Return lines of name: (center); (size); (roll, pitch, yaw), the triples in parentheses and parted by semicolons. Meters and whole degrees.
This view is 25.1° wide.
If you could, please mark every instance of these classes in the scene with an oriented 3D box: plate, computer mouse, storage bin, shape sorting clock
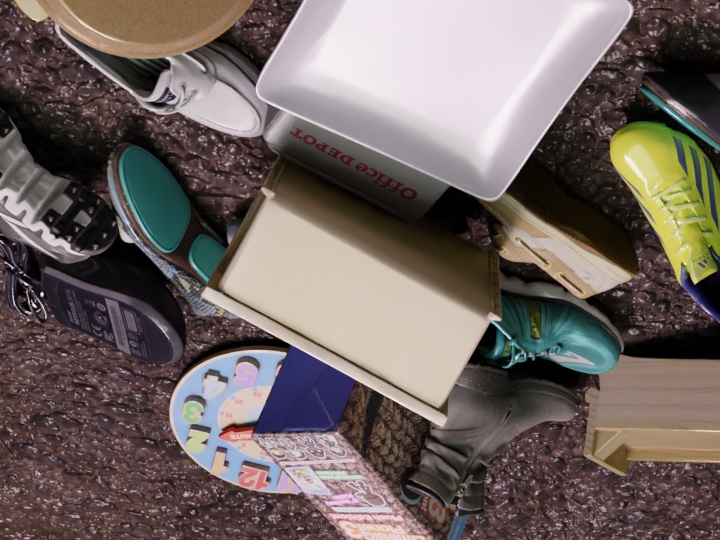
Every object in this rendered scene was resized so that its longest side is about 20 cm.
plate: (0.053, -0.156, 1.104); (0.199, 0.032, 0.200); (22, 133, -13)
computer mouse: (-0.229, 0.014, 1.414); (0.199, 0.053, 0.139); (24, 143, 17)
storage bin: (0.000, 0.000, 1.242); (0.199, 0.199, 0.094); (28, 106, -4)
shape sorting clock: (-0.085, 0.148, 1.551); (0.198, 0.039, 0.201); (4, 136, 4)

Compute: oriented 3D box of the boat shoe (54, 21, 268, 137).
boat shoe: (-0.152, -0.149, 1.237); (0.199, 0.067, 0.074); (30, 132, -21)

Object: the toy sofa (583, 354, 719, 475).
toy sofa: (0.301, 0.129, 1.420); (0.199, 0.098, 0.083); (-3, 160, 35)

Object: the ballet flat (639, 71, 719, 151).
ballet flat: (0.298, -0.105, 1.222); (0.200, 0.073, 0.073); (38, 129, -19)

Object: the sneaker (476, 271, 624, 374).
sneaker: (0.131, 0.054, 1.392); (0.199, 0.080, 0.078); (19, 135, -11)

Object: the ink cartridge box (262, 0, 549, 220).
ink cartridge box: (0.037, -0.151, 1.194); (0.144, 0.084, 0.200); (27, 132, -18)

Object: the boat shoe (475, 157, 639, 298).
boat shoe: (0.138, -0.036, 1.304); (0.199, 0.074, 0.066); (35, 125, -25)

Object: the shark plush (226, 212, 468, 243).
shark plush: (-0.012, -0.018, 1.354); (0.198, 0.091, 0.084); (-8, 104, 22)

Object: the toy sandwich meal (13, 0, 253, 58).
toy sandwich meal: (-0.158, -0.241, 1.133); (0.203, 0.070, 0.207); (-6, 112, -14)

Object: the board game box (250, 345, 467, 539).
board game box: (0.019, 0.136, 1.421); (0.096, 0.160, 0.200); (-5, 138, 37)

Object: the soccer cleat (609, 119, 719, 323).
soccer cleat: (0.259, -0.037, 1.276); (0.064, 0.084, 0.200); (-21, 129, 27)

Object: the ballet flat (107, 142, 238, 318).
ballet flat: (-0.165, -0.026, 1.369); (0.074, 0.075, 0.200); (-20, 126, 26)

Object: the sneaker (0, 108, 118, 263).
sneaker: (-0.293, -0.072, 1.325); (0.200, 0.067, 0.090); (40, 149, -8)

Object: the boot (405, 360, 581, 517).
boot: (0.112, 0.150, 1.419); (0.067, 0.132, 0.199); (15, 179, 40)
